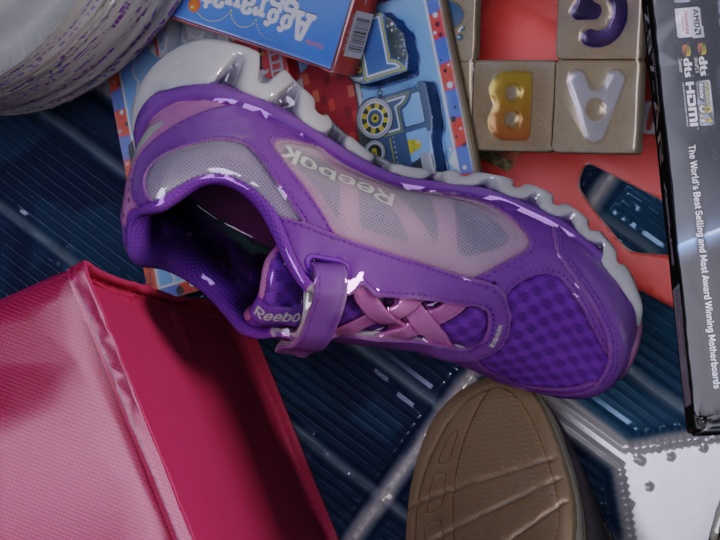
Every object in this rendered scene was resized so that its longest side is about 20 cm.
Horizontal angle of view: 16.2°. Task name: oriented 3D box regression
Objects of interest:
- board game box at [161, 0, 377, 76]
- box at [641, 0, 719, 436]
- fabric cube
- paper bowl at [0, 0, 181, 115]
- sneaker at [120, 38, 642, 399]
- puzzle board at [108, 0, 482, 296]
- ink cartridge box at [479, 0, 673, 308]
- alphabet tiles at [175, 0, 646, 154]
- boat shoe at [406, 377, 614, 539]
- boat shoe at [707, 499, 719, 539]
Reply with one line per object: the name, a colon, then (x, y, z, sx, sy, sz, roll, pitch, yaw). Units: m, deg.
board game box: (-0.072, -0.149, 0.955, 0.200, 0.019, 0.103, 21, 98, 30)
box: (0.180, -0.050, 0.849, 0.160, 0.044, 0.200, -5, 84, 3)
fabric cube: (-0.118, 0.132, 0.880, 0.199, 0.200, 0.196, -23, 79, 10)
paper bowl: (-0.157, -0.160, 0.936, 0.201, 0.104, 0.201, 0, 90, 30)
sneaker: (0.000, 0.000, 0.879, 0.200, 0.088, 0.081, 26, 127, 1)
puzzle board: (-0.039, -0.101, 0.954, 0.151, 0.017, 0.200, -15, 81, 29)
ink cartridge box: (0.129, -0.076, 0.919, 0.200, 0.044, 0.174, 28, 91, 15)
alphabet tiles: (0.016, -0.127, 0.936, 0.200, 0.008, 0.167, 2, 90, 31)
boat shoe: (0.069, 0.132, 0.894, 0.072, 0.065, 0.200, -32, 52, 23)
boat shoe: (0.136, 0.141, 0.886, 0.071, 0.064, 0.200, 10, 88, 14)
